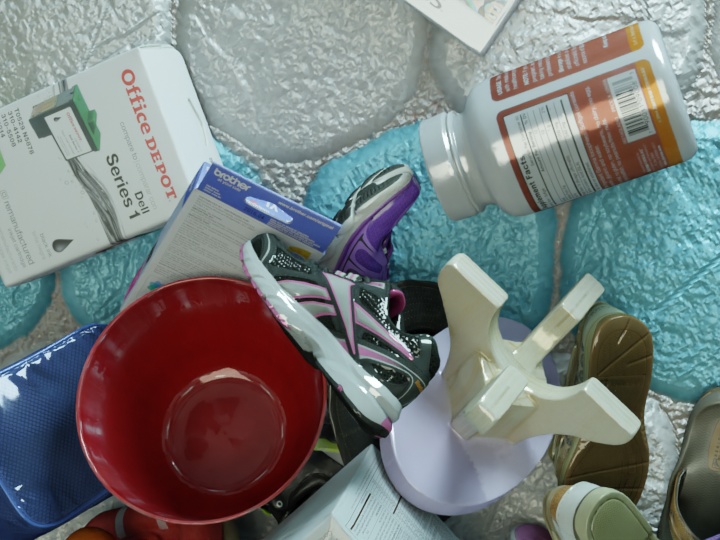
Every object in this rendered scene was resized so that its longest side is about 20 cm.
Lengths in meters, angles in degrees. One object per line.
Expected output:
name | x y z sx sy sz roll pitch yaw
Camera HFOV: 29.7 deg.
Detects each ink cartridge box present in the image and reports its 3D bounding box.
ink cartridge box | -0.231 -0.091 1.166 0.198 0.084 0.147 -21 93 16
ink cartridge box | -0.106 -0.009 1.111 0.119 0.042 0.200 26 134 -13

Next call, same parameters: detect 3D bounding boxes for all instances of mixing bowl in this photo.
mixing bowl | -0.119 0.117 1.098 0.198 0.109 0.202 -2 68 5

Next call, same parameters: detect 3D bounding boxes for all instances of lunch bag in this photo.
lunch bag | -0.275 0.151 1.149 0.132 0.199 0.137 -33 87 47

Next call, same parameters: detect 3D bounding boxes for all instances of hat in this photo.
hat | 0.029 0.109 1.119 0.081 0.199 0.203 -5 99 50

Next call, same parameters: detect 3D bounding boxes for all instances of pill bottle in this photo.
pill bottle | 0.152 -0.110 1.057 0.198 0.112 0.113 -18 94 16

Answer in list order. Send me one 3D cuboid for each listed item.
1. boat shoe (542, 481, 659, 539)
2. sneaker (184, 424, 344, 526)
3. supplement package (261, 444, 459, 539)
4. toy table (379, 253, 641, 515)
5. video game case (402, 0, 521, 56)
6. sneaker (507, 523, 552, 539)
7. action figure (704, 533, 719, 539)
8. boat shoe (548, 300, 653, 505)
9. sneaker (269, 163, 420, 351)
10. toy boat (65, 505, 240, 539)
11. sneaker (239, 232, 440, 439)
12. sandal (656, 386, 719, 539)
boat shoe | 0.213 0.245 1.089 0.075 0.068 0.201 -40 115 -22
sneaker | -0.081 0.180 1.162 0.198 0.072 0.084 -6 68 14
supplement package | -0.005 0.280 0.996 0.191 0.147 0.200 -42 91 17
toy table | 0.110 0.085 1.025 0.183 0.201 0.117 35 137 -4
video game case | 0.081 -0.307 1.091 0.181 0.024 0.201 36 104 6
sneaker | 0.176 0.311 1.135 0.200 0.080 0.089 46 112 8
action figure | 0.309 0.261 1.043 0.198 0.105 0.195 -24 130 -14
boat shoe | 0.197 0.127 1.114 0.072 0.063 0.202 6 103 -14
sneaker | 0.000 0.000 1.140 0.083 0.081 0.201 28 114 -6
toy boat | -0.199 0.253 1.153 0.199 0.130 0.132 -19 59 34
sneaker | -0.010 0.035 1.008 0.086 0.081 0.200 -37 57 -7
sandal | 0.286 0.196 1.096 0.081 0.055 0.202 11 106 12
